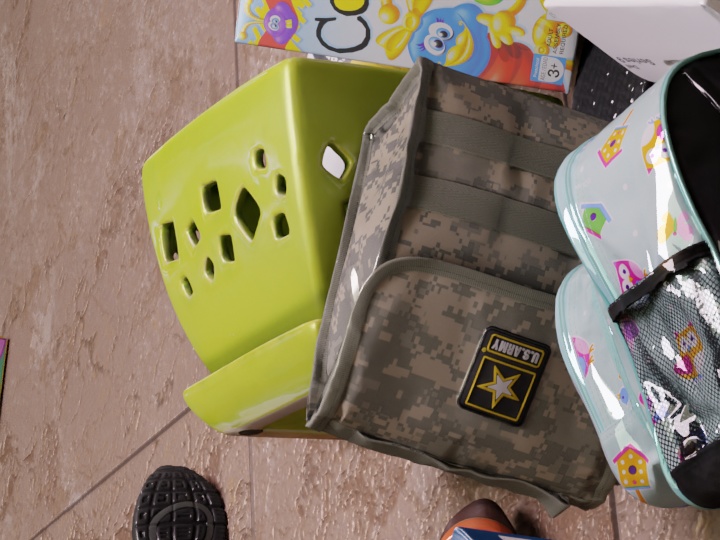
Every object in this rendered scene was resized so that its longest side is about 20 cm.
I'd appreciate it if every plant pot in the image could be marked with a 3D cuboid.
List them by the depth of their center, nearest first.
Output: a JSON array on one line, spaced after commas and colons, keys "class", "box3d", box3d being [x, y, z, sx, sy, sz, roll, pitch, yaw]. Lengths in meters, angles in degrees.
[{"class": "plant pot", "box3d": [0.000, 0.000, 1.268, 0.199, 0.199, 0.182, -29, 62, 54]}]

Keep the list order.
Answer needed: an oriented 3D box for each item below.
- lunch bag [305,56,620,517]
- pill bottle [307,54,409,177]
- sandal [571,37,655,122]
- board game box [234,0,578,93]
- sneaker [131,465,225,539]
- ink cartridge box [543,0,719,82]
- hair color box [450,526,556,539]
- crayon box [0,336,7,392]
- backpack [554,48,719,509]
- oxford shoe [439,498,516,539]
[{"class": "lunch bag", "box3d": [0.070, 0.014, 1.108, 0.118, 0.163, 0.201, 132, 152, -63]}, {"class": "pill bottle", "box3d": [0.031, -0.155, 1.404, 0.201, 0.112, 0.112, -64, 31, 24]}, {"class": "sandal", "box3d": [0.165, -0.142, 1.234, 0.075, 0.048, 0.201, -38, 35, 52]}, {"class": "board game box", "box3d": [0.035, -0.181, 1.272, 0.105, 0.199, 0.104, -71, -10, -71]}, {"class": "sneaker", "box3d": [-0.148, 0.246, 1.627, 0.091, 0.076, 0.201, 130, 144, -53]}, {"class": "ink cartridge box", "box3d": [0.200, -0.201, 1.092, 0.146, 0.084, 0.201, 11, 73, 61]}, {"class": "hair color box", "box3d": [0.073, 0.249, 1.184, 0.061, 0.100, 0.201, 39, 114, 57]}, {"class": "crayon box", "box3d": [-0.427, 0.173, 2.176, 0.172, 0.058, 0.201, -19, 63, 58]}, {"class": "backpack", "box3d": [0.180, 0.005, 0.978, 0.153, 0.175, 0.201, -35, 66, 49]}, {"class": "oxford shoe", "box3d": [0.057, 0.232, 1.279, 0.073, 0.071, 0.201, -73, 0, -73]}]
